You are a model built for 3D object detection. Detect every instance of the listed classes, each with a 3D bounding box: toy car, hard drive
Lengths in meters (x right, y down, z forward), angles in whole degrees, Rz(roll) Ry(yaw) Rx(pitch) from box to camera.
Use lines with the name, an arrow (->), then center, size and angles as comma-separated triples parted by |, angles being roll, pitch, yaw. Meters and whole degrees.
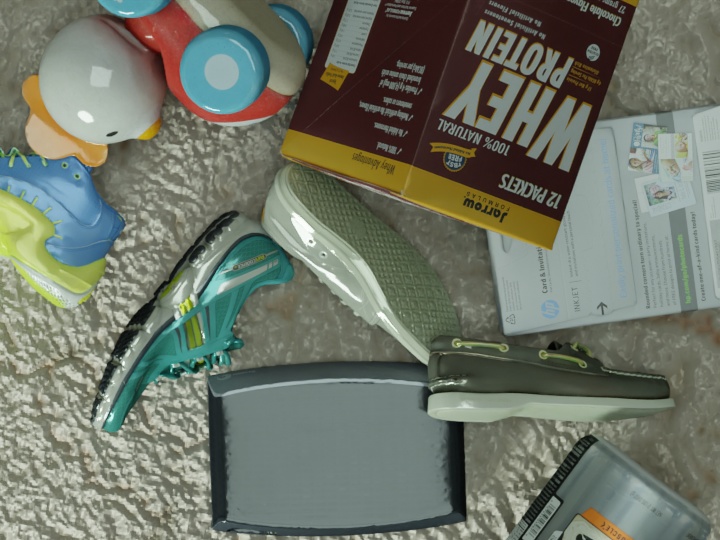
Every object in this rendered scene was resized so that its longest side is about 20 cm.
toy car -> -0.160, -0.144, 1.479 | 0.200, 0.184, 0.177 | -43, 92, 17
hard drive -> -0.018, 0.139, 1.541 | 0.199, 0.042, 0.136 | -2, 91, -1

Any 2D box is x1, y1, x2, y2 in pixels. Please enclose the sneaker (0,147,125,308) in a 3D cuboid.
sneaker -> -0.264, -0.067, 1.526 | 0.200, 0.076, 0.105 | 41, 78, -9

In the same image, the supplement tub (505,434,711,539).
supplement tub -> 0.162, 0.234, 1.507 | 0.122, 0.123, 0.200 | 36, 91, -2

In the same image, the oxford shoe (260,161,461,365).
oxford shoe -> 0.000, 0.000, 1.535 | 0.200, 0.075, 0.058 | 44, 130, -11

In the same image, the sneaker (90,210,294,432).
sneaker -> -0.131, 0.049, 1.525 | 0.080, 0.078, 0.200 | 41, 90, -10

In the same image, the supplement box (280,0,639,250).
supplement box -> 0.069, -0.143, 1.442 | 0.132, 0.197, 0.201 | 19, 92, -30

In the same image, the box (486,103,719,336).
box -> 0.196, -0.040, 1.543 | 0.199, 0.041, 0.157 | -8, 91, -2

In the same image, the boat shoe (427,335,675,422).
boat shoe -> 0.146, 0.082, 1.520 | 0.201, 0.072, 0.061 | 2, 75, -18
